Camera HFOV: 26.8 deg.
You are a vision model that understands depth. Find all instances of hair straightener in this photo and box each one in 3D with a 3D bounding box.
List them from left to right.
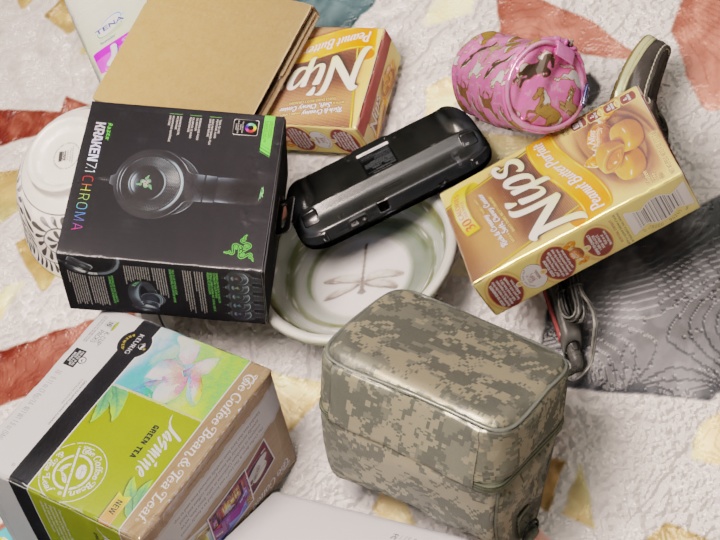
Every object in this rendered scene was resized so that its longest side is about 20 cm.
[{"bbox_3d":[0.172,0.003,1.339,0.040,0.077,0.202,-3,60,-10],"label":"hair straightener"}]

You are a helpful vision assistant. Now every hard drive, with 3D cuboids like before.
[{"bbox_3d":[-0.024,0.248,1.272,0.198,0.026,0.132,8,29,31],"label":"hard drive"}]

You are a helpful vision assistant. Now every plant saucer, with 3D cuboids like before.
[{"bbox_3d":[0.000,0.000,1.411,0.198,0.050,0.201,-12,47,13],"label":"plant saucer"}]

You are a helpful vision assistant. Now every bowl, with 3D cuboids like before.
[{"bbox_3d":[-0.284,-0.098,1.561,0.199,0.094,0.203,-9,63,18],"label":"bowl"}]

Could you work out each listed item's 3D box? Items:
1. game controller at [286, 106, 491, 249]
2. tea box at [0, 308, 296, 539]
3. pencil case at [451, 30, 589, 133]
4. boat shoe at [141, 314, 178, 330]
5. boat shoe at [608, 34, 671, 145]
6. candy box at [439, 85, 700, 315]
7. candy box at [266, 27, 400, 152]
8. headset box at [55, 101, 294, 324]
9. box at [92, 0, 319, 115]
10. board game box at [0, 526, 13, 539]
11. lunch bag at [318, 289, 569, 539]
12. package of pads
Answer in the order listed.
[{"bbox_3d":[0.024,-0.089,1.427,0.199,0.042,0.105,-26,30,-1],"label":"game controller"},{"bbox_3d":[-0.195,0.167,1.339,0.195,0.134,0.200,18,52,26],"label":"tea box"},{"bbox_3d":[0.141,-0.174,1.379,0.086,0.200,0.084,-12,102,-10],"label":"pencil case"},{"bbox_3d":[-0.186,-0.037,1.484,0.065,0.074,0.202,-4,88,9],"label":"boat shoe"},{"bbox_3d":[0.251,-0.116,1.376,0.065,0.072,0.202,19,77,21],"label":"boat shoe"},{"bbox_3d":[0.177,-0.060,1.303,0.199,0.055,0.116,-28,46,12],"label":"candy box"},{"bbox_3d":[-0.070,-0.185,1.532,0.198,0.055,0.116,6,67,24],"label":"candy box"},{"bbox_3d":[-0.160,-0.053,1.385,0.198,0.093,0.176,6,58,2],"label":"headset box"},{"bbox_3d":[-0.159,-0.216,1.529,0.199,0.021,0.165,18,73,30],"label":"box"},{"bbox_3d":[-0.309,0.310,1.348,0.199,0.047,0.151,-31,54,-28],"label":"board game box"},{"bbox_3d":[0.065,0.133,1.271,0.199,0.169,0.139,21,36,27],"label":"lunch bag"},{"bbox_3d":[-0.215,-0.292,1.644,0.199,0.068,0.155,-31,58,4],"label":"package of pads"}]
